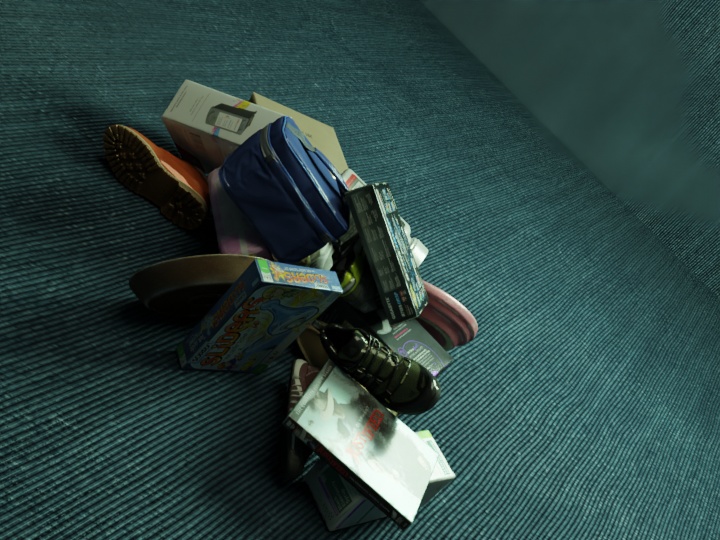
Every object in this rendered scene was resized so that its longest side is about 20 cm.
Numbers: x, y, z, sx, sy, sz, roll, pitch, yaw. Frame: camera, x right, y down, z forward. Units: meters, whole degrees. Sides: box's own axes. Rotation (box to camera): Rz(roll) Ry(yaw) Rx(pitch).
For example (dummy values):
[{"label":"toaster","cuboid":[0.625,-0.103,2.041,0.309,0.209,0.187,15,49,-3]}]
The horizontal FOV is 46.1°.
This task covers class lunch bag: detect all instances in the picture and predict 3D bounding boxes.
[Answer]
[{"label":"lunch bag","cuboid":[-0.093,-0.112,1.223,0.201,0.131,0.136,53,15,-21]}]

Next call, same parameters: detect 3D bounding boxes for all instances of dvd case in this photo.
[{"label":"dvd case","cuboid":[0.006,0.218,1.083,0.199,0.022,0.146,40,30,1]}]

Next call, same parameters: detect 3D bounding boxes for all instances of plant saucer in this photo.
[{"label":"plant saucer","cuboid":[-0.202,0.025,1.111,0.198,0.199,0.035,9,66,-43]},{"label":"plant saucer","cuboid":[0.098,0.076,1.423,0.199,0.200,0.051,34,71,-13]}]

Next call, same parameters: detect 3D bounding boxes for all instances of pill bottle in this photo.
[{"label":"pill bottle","cuboid":[0.013,-0.067,1.455,0.200,0.114,0.114,43,29,-6]}]

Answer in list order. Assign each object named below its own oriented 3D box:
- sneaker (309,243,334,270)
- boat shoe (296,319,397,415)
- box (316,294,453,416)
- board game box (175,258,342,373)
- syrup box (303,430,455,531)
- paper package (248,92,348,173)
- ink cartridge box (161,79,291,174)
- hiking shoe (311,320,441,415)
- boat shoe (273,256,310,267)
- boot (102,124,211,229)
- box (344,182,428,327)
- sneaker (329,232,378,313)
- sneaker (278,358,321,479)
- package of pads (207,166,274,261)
[{"label":"sneaker","cuboid":[-0.065,0.023,1.374,0.082,0.074,0.201,49,34,-20]},{"label":"boat shoe","cuboid":[-0.026,0.156,1.243,0.200,0.071,0.064,45,29,5]},{"label":"box","cuboid":[0.026,0.118,1.320,0.200,0.106,0.122,46,30,11]},{"label":"board game box","cuboid":[-0.134,0.065,1.104,0.134,0.200,0.035,8,48,-42]},{"label":"syrup box","cuboid":[0.028,0.277,1.134,0.198,0.082,0.079,5,44,-48]},{"label":"paper package","cuboid":[-0.130,-0.211,1.585,0.198,0.104,0.192,19,36,-35]},{"label":"ink cartridge box","cuboid":[-0.203,-0.207,1.374,0.198,0.148,0.086,21,68,14]},{"label":"hiking shoe","cuboid":[0.015,0.130,1.140,0.198,0.076,0.101,23,-9,36]},{"label":"boat shoe","cuboid":[-0.130,-0.059,1.379,0.073,0.067,0.201,-17,35,-8]},{"label":"boot","cuboid":[-0.313,-0.157,1.335,0.200,0.075,0.108,44,25,-12]},{"label":"box","cuboid":[0.043,-0.030,1.256,0.159,0.045,0.203,-34,105,-78]},{"label":"sneaker","cuboid":[0.000,0.000,1.290,0.081,0.073,0.201,49,27,-16]},{"label":"sneaker","cuboid":[-0.045,0.197,1.129,0.114,0.076,0.201,10,35,-6]},{"label":"package of pads","cuboid":[-0.180,-0.055,1.291,0.075,0.121,0.202,-14,49,-6]}]
